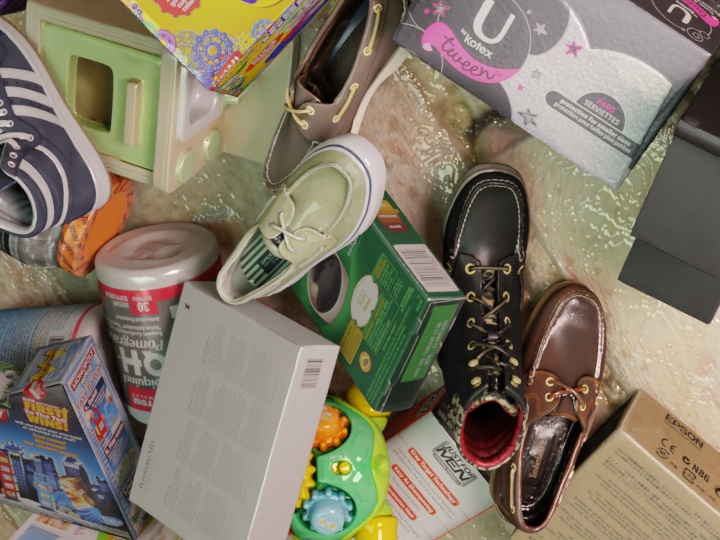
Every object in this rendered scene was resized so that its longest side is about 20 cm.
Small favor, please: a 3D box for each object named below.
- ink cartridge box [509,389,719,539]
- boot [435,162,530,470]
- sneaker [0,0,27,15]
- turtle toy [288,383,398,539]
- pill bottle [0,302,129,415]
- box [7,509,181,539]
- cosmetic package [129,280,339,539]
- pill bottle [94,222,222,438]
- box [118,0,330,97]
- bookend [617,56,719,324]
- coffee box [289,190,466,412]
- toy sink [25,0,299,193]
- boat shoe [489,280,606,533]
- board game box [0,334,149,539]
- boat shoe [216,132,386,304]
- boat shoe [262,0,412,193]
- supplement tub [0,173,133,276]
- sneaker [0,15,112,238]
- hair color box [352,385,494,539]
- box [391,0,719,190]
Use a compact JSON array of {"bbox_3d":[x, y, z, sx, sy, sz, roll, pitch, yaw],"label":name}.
[{"bbox_3d":[0.251,0.224,1.338,0.200,0.075,0.165,40,126,1],"label":"ink cartridge box"},{"bbox_3d":[0.102,0.037,1.259,0.073,0.154,0.205,3,125,-8],"label":"boot"},{"bbox_3d":[-0.272,-0.289,1.319,0.080,0.083,0.201,29,123,9],"label":"sneaker"},{"bbox_3d":[-0.055,0.173,1.381,0.199,0.101,0.147,-12,79,42],"label":"turtle toy"},{"bbox_3d":[-0.303,0.088,1.511,0.198,0.109,0.110,-3,114,27],"label":"pill bottle"},{"bbox_3d":[-0.241,0.261,1.514,0.112,0.200,0.102,16,123,15],"label":"box"},{"bbox_3d":[-0.107,0.128,1.328,0.150,0.051,0.202,26,105,38],"label":"cosmetic package"},{"bbox_3d":[-0.165,0.069,1.434,0.110,0.111,0.202,3,116,24],"label":"pill bottle"},{"bbox_3d":[-0.070,-0.237,1.139,0.122,0.193,0.200,45,95,-2],"label":"box"},{"bbox_3d":[0.248,-0.039,1.129,0.092,0.200,0.200,26,123,11],"label":"bookend"},{"bbox_3d":[0.000,0.000,1.301,0.200,0.044,0.124,53,133,37],"label":"coffee box"},{"bbox_3d":[-0.166,-0.150,1.322,0.199,0.112,0.131,19,122,16],"label":"toy sink"},{"bbox_3d":[0.156,0.111,1.289,0.070,0.070,0.202,11,97,-9],"label":"boat shoe"},{"bbox_3d":[-0.284,0.131,1.420,0.198,0.062,0.201,14,135,11],"label":"board game box"},{"bbox_3d":[-0.047,-0.030,1.256,0.072,0.062,0.200,46,136,5],"label":"boat shoe"},{"bbox_3d":[-0.026,-0.141,1.263,0.201,0.059,0.072,-54,51,23],"label":"boat shoe"},{"bbox_3d":[-0.307,-0.083,1.417,0.199,0.123,0.123,29,124,10],"label":"supplement tub"},{"bbox_3d":[-0.288,-0.116,1.272,0.070,0.108,0.201,-34,94,37],"label":"sneaker"},{"bbox_3d":[0.035,0.193,1.433,0.200,0.061,0.102,-36,96,35],"label":"hair color box"},{"bbox_3d":[0.145,-0.175,1.159,0.199,0.115,0.133,35,124,6],"label":"box"}]
